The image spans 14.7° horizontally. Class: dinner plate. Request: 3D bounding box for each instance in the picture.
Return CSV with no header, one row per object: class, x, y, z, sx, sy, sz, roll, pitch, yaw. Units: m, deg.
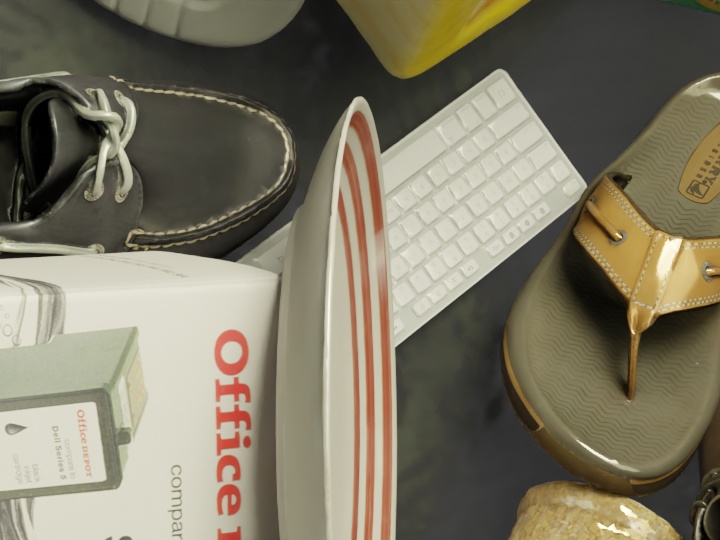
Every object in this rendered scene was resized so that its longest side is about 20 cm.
dinner plate,-0.007,0.047,0.859,0.024,0.200,0.201,-1,76,4

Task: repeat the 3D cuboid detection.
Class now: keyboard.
keyboard,0.000,0.000,0.963,0.200,0.011,0.056,-38,99,-32

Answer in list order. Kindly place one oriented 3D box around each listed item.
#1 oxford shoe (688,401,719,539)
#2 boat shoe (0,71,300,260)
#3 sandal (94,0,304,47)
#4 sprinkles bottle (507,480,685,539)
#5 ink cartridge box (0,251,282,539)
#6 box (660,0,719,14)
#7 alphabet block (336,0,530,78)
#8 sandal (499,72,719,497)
oxford shoe,0.147,0.084,0.949,0.084,0.073,0.200,53,18,-34
boat shoe,-0.097,-0.027,0.879,0.200,0.063,0.073,-7,82,-32
sandal,-0.096,-0.150,0.910,0.202,0.082,0.050,34,34,-21
sprinkles bottle,0.044,0.167,0.915,0.068,0.068,0.200,38,61,-18
ink cartridge box,-0.124,0.073,0.809,0.200,0.084,0.146,-4,96,-32
box,0.113,-0.164,1.050,0.200,0.048,0.118,9,73,-27
alphabet block,0.047,-0.215,0.896,0.196,0.195,0.200,-34,83,-16
sandal,0.111,-0.008,0.982,0.082,0.055,0.200,28,54,11
